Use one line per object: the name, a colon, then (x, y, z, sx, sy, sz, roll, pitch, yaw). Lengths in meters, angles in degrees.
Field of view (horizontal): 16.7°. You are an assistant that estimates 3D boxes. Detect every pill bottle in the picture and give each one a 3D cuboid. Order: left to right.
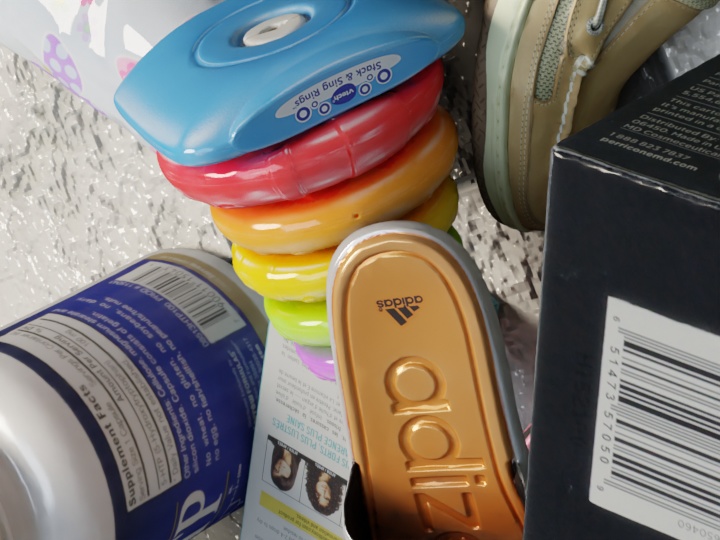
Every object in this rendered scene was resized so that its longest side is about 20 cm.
pill bottle: (-0.126, 0.077, 1.026, 0.119, 0.200, 0.120, 19, 122, 34)

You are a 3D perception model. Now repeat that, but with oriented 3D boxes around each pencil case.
pencil case: (-0.089, -0.097, 0.993, 0.200, 0.083, 0.091, 34, 123, 24)

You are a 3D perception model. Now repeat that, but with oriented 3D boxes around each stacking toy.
stacking toy: (0.000, 0.000, 0.896, 0.110, 0.116, 0.201, 38, 151, 62)

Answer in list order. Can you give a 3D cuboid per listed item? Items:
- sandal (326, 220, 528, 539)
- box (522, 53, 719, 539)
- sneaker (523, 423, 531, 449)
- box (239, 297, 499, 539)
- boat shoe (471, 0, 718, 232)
sandal: (0.024, 0.085, 0.851, 0.079, 0.059, 0.208, -8, 116, 19)
box: (0.149, 0.012, 0.751, 0.107, 0.200, 0.149, 20, 122, 32)
sneaker: (0.065, 0.101, 0.944, 0.079, 0.095, 0.200, 45, 134, 14)
box: (-0.001, 0.088, 1.027, 0.082, 0.049, 0.201, 28, 126, 29)
boat shoe: (0.087, -0.099, 0.853, 0.076, 0.072, 0.201, 15, 122, 18)
